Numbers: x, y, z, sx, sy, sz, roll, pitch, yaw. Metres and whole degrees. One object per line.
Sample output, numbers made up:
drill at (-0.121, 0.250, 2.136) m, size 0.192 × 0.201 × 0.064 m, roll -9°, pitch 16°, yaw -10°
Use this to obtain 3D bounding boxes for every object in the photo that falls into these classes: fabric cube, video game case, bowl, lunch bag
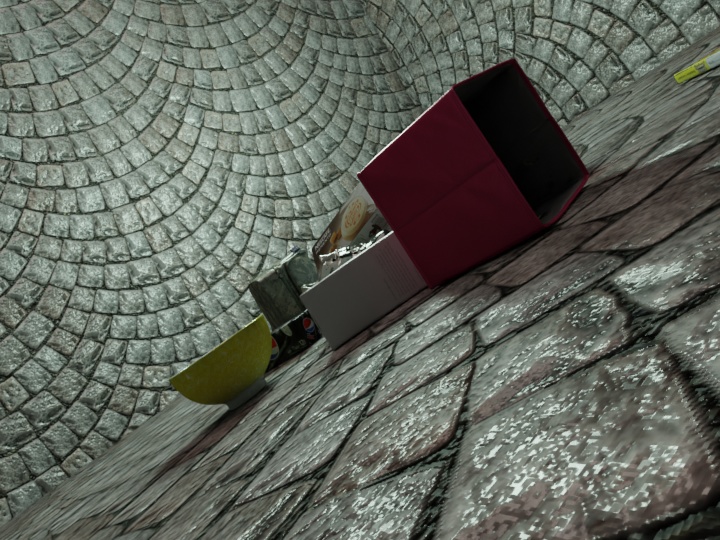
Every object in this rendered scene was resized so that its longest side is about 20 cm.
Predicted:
fabric cube at (0.155, -0.130, 0.756) m, size 0.198 × 0.202 × 0.195 m, roll -34°, pitch 2°, yaw 45°
video game case at (0.744, -0.450, 1.068) m, size 0.198 × 0.026 × 0.181 m, roll -34°, pitch 2°, yaw 6°
bowl at (-0.228, 0.179, 0.977) m, size 0.198 × 0.109 × 0.200 m, roll -34°, pitch 2°, yaw 1°
lunch bag at (-0.166, 0.060, 1.393) m, size 0.167 × 0.202 × 0.139 m, roll -36°, pitch 5°, yaw -26°

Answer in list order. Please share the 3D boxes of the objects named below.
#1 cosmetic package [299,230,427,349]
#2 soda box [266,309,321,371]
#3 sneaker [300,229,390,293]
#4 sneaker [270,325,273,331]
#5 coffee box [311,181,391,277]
cosmetic package at (0.013, 0.023, 0.864) m, size 0.198 × 0.103 × 0.074 m, roll -33°, pitch 2°, yaw 4°
soda box at (-0.172, 0.159, 1.175) m, size 0.198 × 0.064 × 0.071 m, roll -34°, pitch 2°, yaw 33°
sneaker at (-0.027, -0.011, 0.992) m, size 0.200 × 0.088 × 0.074 m, roll -47°, pitch 10°, yaw 1°
sneaker at (-0.234, 0.174, 1.583) m, size 0.070 × 0.076 × 0.200 m, roll -34°, pitch 2°, yaw -10°
coffee box at (-0.010, -0.069, 1.128) m, size 0.201 × 0.079 × 0.116 m, roll -50°, pitch 36°, yaw 26°
